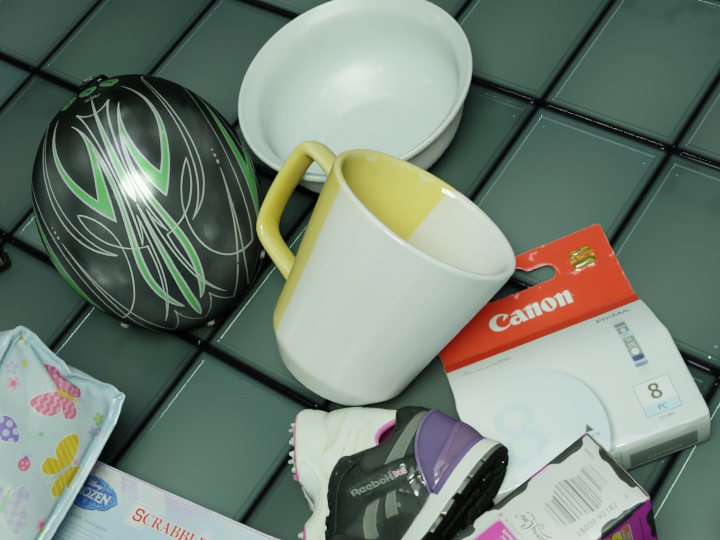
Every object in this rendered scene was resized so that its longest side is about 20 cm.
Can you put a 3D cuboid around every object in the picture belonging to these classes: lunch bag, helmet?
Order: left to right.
[{"bbox_3d":[-0.291,0.149,0.871,0.169,0.127,0.200,-8,51,52],"label":"lunch bag"},{"bbox_3d":[-0.170,-0.053,0.973,0.200,0.200,0.191,-26,37,-1],"label":"helmet"}]

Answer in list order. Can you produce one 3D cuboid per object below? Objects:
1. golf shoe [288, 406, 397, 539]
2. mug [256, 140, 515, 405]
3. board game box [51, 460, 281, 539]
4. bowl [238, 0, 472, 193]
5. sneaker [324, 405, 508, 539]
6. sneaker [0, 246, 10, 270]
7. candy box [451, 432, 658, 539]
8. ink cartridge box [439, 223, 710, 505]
[{"bbox_3d":[0.003,0.179,0.829,0.091,0.075,0.200,-12,56,5],"label":"golf shoe"},{"bbox_3d":[0.008,0.006,0.893,0.153,0.149,0.187,-58,26,25],"label":"mug"},{"bbox_3d":[-0.176,0.251,0.852,0.200,0.041,0.200,18,64,27],"label":"board game box"},{"bbox_3d":[0.004,-0.133,1.022,0.201,0.090,0.201,-8,56,12],"label":"bowl"},{"bbox_3d":[0.004,0.169,0.775,0.087,0.076,0.200,29,55,29],"label":"sneaker"},{"bbox_3d":[-0.375,0.015,1.048,0.115,0.076,0.201,-11,53,12],"label":"sneaker"},{"bbox_3d":[0.090,0.207,0.743,0.200,0.136,0.061,-37,53,-9],"label":"candy box"},{"bbox_3d":[0.140,0.060,0.879,0.160,0.047,0.200,-22,56,3],"label":"ink cartridge box"}]
